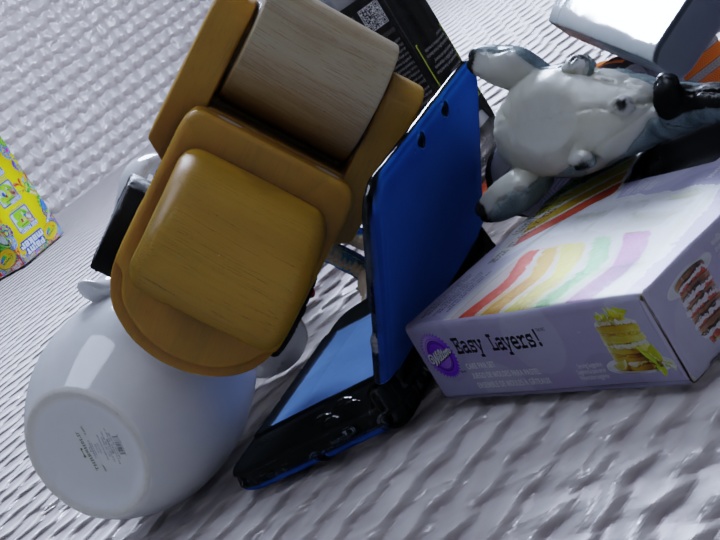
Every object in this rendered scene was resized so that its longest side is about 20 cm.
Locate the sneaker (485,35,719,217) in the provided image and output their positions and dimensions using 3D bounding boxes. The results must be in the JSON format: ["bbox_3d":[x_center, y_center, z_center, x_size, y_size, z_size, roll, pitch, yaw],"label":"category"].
[{"bbox_3d":[0.134,-0.079,0.974,0.199,0.078,0.112,-30,4,-31],"label":"sneaker"}]

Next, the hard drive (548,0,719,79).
[{"bbox_3d":[0.179,-0.185,0.916,0.133,0.027,0.200,-57,17,8],"label":"hard drive"}]

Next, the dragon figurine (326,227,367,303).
[{"bbox_3d":[-0.034,-0.041,1.052,0.059,0.099,0.200,-61,33,16],"label":"dragon figurine"}]

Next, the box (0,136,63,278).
[{"bbox_3d":[-0.627,-0.080,2.566,0.199,0.194,0.122,-25,14,33],"label":"box"}]

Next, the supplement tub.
[{"bbox_3d":[0.016,-0.121,1.101,0.122,0.201,0.123,-31,12,8],"label":"supplement tub"}]

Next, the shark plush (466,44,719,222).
[{"bbox_3d":[0.129,-0.088,0.793,0.082,0.092,0.199,-5,-10,-32],"label":"shark plush"}]

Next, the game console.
[{"bbox_3d":[0.000,0.000,0.867,0.170,0.119,0.200,-28,13,30],"label":"game console"}]

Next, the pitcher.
[{"bbox_3d":[-0.124,0.035,0.927,0.120,0.173,0.200,-19,17,30],"label":"pitcher"}]

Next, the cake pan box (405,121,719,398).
[{"bbox_3d":[0.142,-0.017,0.747,0.200,0.053,0.184,-39,16,-27],"label":"cake pan box"}]

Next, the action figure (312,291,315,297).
[{"bbox_3d":[-0.021,-0.042,1.242,0.065,0.099,0.202,-19,41,37],"label":"action figure"}]

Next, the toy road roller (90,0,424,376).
[{"bbox_3d":[-0.054,-0.041,0.815,0.202,0.122,0.146,-62,10,8],"label":"toy road roller"}]
